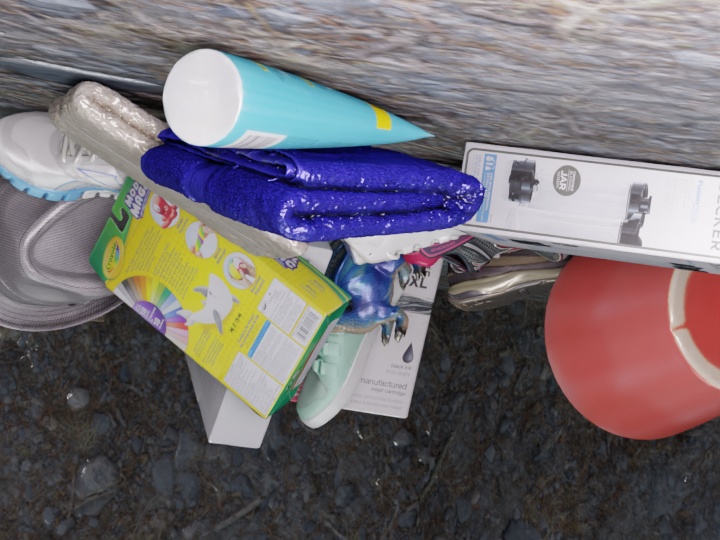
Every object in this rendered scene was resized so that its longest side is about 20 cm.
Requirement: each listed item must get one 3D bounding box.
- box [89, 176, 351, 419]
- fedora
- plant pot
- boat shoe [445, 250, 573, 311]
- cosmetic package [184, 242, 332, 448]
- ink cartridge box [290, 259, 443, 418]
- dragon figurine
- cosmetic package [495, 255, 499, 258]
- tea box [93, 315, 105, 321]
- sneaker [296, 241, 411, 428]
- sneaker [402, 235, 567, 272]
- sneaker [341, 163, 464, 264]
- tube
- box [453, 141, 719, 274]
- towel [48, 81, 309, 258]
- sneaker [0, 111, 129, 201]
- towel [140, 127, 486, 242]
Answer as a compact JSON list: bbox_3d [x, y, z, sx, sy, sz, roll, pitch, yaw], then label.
[{"bbox_3d":[-0.116,0.009,1.309,0.200,0.118,0.048,38,-149,11],"label":"box"},{"bbox_3d":[-0.242,-0.030,1.413,0.199,0.178,0.090,-9,-165,-32],"label":"fedora"},{"bbox_3d":[0.289,0.045,1.474,0.200,0.201,0.177,9,168,-18],"label":"plant pot"},{"bbox_3d":[0.177,-0.016,1.633,0.199,0.074,0.075,-12,167,5],"label":"boat shoe"},{"bbox_3d":[-0.092,0.024,1.410,0.051,0.201,0.151,8,-150,-24],"label":"cosmetic package"},{"bbox_3d":[-0.008,0.030,1.652,0.144,0.201,0.084,10,-168,-14],"label":"ink cartridge box"},{"bbox_3d":[0.000,0.000,1.433,0.099,0.201,0.059,25,166,-17],"label":"dragon figurine"},{"bbox_3d":[0.028,-0.052,1.531,0.199,0.051,0.082,10,175,-30],"label":"cosmetic package"},{"bbox_3d":[-0.607,-0.010,3.333,0.199,0.198,0.133,7,177,28],"label":"tea box"},{"bbox_3d":[-0.046,0.048,1.554,0.118,0.201,0.074,17,-157,-19],"label":"sneaker"},{"bbox_3d":[0.106,-0.031,1.447,0.199,0.075,0.080,10,178,-40],"label":"sneaker"},{"bbox_3d":[0.030,-0.043,1.280,0.199,0.088,0.075,8,177,-6],"label":"sneaker"},{"bbox_3d":[-0.035,-0.088,0.957,0.077,0.051,0.200,17,-173,27],"label":"tube"},{"bbox_3d":[0.175,-0.039,1.132,0.199,0.060,0.117,8,178,20],"label":"box"},{"bbox_3d":[-0.125,-0.070,1.183,0.200,0.035,0.132,33,169,-15],"label":"towel"},{"bbox_3d":[-0.196,-0.094,1.341,0.199,0.075,0.087,12,153,-18],"label":"sneaker"},{"bbox_3d":[-0.033,-0.064,1.043,0.147,0.050,0.200,-7,-163,-30],"label":"towel"}]
